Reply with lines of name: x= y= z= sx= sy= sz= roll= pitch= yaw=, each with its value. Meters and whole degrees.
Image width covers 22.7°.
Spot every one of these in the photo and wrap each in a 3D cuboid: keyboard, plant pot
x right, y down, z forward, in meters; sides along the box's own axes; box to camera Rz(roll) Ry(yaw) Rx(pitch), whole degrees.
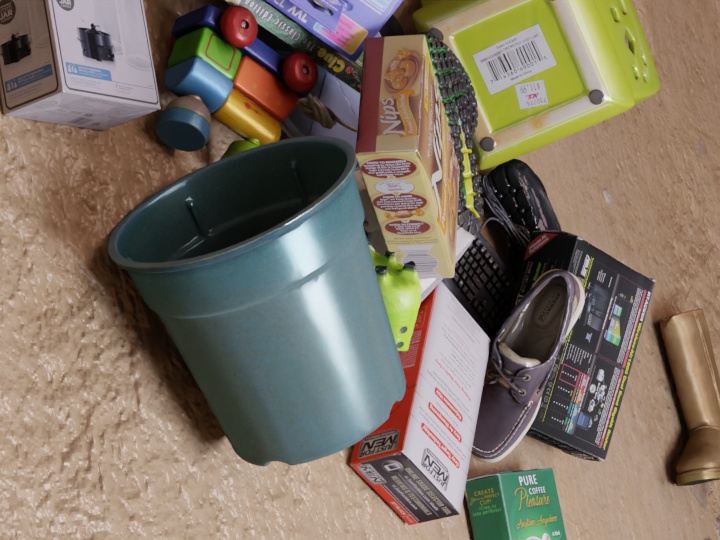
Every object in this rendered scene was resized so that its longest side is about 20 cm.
keyboard: x=0.114 y=-0.028 z=1.784 sx=0.200 sy=0.021 sz=0.127 roll=52 pitch=60 yaw=-32
plant pot: x=0.170 y=-0.221 z=1.796 sx=0.200 sy=0.199 sz=0.182 roll=66 pitch=19 yaw=-9
plant pot: x=-0.064 y=0.029 z=1.376 sx=0.200 sy=0.199 sz=0.197 roll=-55 pitch=130 yaw=-52

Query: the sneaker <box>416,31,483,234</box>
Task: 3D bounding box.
sneaker: x=0.060 y=-0.128 z=1.688 sx=0.078 sy=0.085 sz=0.201 roll=21 pitch=64 yaw=-58

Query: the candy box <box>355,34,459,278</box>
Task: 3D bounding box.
candy box: x=0.042 y=-0.091 z=1.503 sx=0.200 sy=0.055 sz=0.116 roll=70 pitch=20 yaw=-58

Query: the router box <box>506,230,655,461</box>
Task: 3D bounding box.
router box: x=0.211 y=0.076 z=1.811 sx=0.150 sy=0.062 sz=0.201 roll=26 pitch=78 yaw=-44

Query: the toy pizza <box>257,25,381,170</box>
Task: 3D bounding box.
toy pizza: x=-0.039 y=-0.184 z=1.637 sx=0.200 sy=0.032 sz=0.201 roll=25 pitch=55 yaw=-43

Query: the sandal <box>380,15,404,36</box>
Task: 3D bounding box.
sandal: x=0.057 y=-0.161 z=1.767 sx=0.075 sy=0.048 sz=0.201 roll=-31 pitch=103 yaw=-57

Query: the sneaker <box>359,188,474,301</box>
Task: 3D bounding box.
sneaker: x=0.000 y=0.000 z=1.598 sx=0.115 sy=0.074 sz=0.200 roll=41 pitch=57 yaw=5

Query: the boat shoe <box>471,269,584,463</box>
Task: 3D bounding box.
boat shoe: x=0.150 y=0.086 z=1.705 sx=0.201 sy=0.072 sz=0.065 roll=-61 pitch=162 yaw=-2

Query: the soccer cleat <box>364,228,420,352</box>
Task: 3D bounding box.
soccer cleat: x=-0.012 y=0.004 z=1.509 sx=0.067 sy=0.200 sz=0.082 roll=-5 pitch=115 yaw=-26

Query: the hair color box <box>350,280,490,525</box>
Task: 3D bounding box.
hair color box: x=0.057 y=0.117 z=1.629 sx=0.102 sy=0.061 sz=0.201 roll=49 pitch=38 yaw=-34

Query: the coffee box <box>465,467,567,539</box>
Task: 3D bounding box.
coffee box: x=0.161 y=0.292 z=1.725 sx=0.123 sy=0.044 sz=0.201 roll=2 pitch=75 yaw=-57

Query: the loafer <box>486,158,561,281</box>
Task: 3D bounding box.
loafer: x=0.189 y=-0.021 z=1.889 sx=0.070 sy=0.068 sz=0.202 roll=-28 pitch=101 yaw=-59

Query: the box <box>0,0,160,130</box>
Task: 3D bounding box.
box: x=-0.223 y=-0.214 z=1.347 sx=0.116 sy=0.060 sz=0.201 roll=6 pitch=71 yaw=-56

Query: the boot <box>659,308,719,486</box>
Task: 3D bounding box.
boot: x=0.394 y=0.150 z=2.138 sx=0.175 sy=0.066 sz=0.201 roll=0 pitch=76 yaw=-70

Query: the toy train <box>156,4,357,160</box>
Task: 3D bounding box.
toy train: x=-0.081 y=-0.121 z=1.493 sx=0.200 sy=0.084 sz=0.116 roll=34 pitch=59 yaw=-34

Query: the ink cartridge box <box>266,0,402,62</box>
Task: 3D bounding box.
ink cartridge box: x=-0.047 y=-0.256 z=1.497 sx=0.136 sy=0.076 sz=0.200 roll=33 pitch=12 yaw=-23

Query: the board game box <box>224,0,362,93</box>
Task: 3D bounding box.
board game box: x=-0.061 y=-0.212 z=1.531 sx=0.200 sy=0.024 sz=0.105 roll=32 pitch=11 yaw=-29
